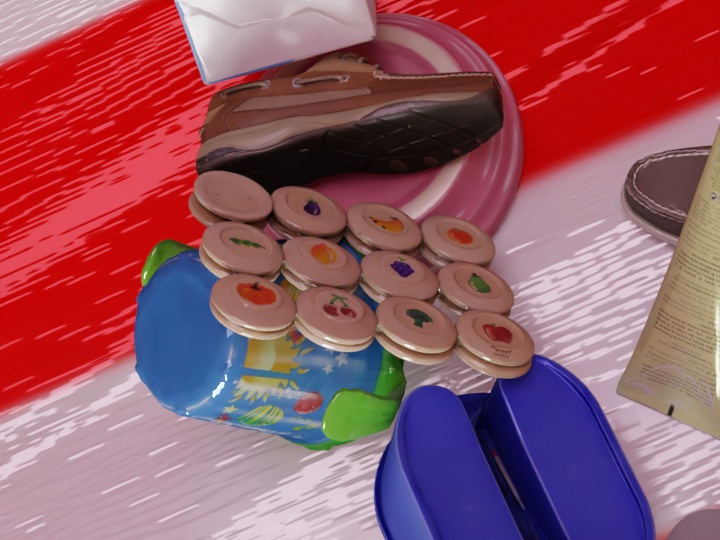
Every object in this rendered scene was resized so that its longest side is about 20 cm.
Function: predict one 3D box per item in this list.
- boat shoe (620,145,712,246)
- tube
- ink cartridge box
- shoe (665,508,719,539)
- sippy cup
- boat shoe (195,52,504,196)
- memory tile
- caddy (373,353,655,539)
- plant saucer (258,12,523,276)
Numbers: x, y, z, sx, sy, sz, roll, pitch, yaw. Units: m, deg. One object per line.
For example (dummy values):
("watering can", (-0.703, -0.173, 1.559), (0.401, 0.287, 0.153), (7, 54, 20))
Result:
("boat shoe", (0.256, -0.045, 1.278), (0.200, 0.060, 0.073), (10, 73, 18))
("tube", (0.213, -0.001, 1.243), (0.058, 0.052, 0.202), (-130, 49, -59))
("ink cartridge box", (-0.055, -0.212, 1.362), (0.114, 0.068, 0.201), (-14, 34, 8))
("shoe", (0.199, 0.236, 1.185), (0.071, 0.092, 0.201), (4, 41, 3))
("sippy cup", (-0.063, 0.040, 1.266), (0.177, 0.130, 0.141), (-11, 80, 42))
("boat shoe", (-0.011, -0.103, 1.310), (0.198, 0.076, 0.074), (-9, 63, 12))
("memory tile", (0.000, 0.000, 1.235), (0.198, 0.017, 0.154), (9, 33, -18))
("caddy", (0.089, 0.149, 1.228), (0.140, 0.105, 0.201), (-16, 59, -13))
("plant saucer", (0.006, -0.082, 1.365), (0.199, 0.051, 0.202), (-5, 69, 14))
